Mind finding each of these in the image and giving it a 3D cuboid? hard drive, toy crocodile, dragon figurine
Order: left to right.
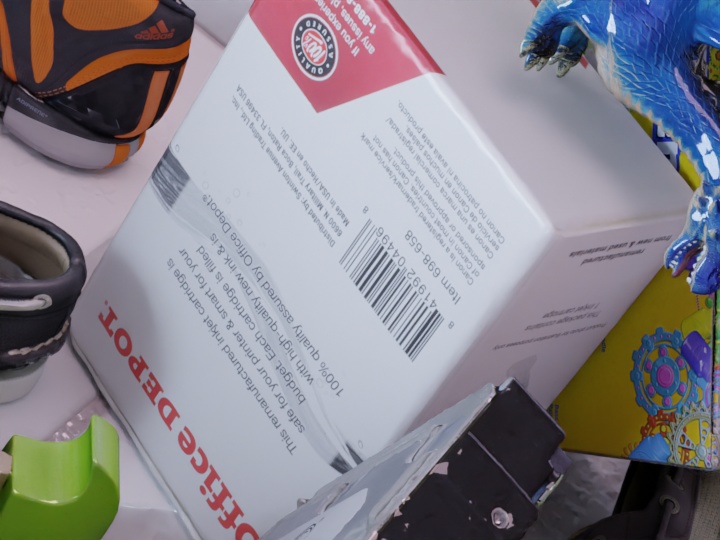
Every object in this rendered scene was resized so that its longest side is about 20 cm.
[{"bbox_3d":[-0.171,0.044,0.736,0.199,0.062,0.068,25,38,-11],"label":"toy crocodile"},{"bbox_3d":[-0.034,0.120,0.649,0.038,0.140,0.200,48,54,-4],"label":"hard drive"},{"bbox_3d":[0.110,-0.096,0.710,0.099,0.202,0.059,16,5,21],"label":"dragon figurine"}]

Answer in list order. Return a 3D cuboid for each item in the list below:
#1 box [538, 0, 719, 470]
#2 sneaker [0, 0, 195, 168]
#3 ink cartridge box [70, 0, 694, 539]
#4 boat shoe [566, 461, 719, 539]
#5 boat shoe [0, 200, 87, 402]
[{"bbox_3d":[0.100,-0.038,0.850,0.121,0.192,0.202,1,92,-39],"label":"box"},{"bbox_3d":[-0.151,-0.132,0.904,0.199,0.112,0.078,27,37,-8],"label":"sneaker"},{"bbox_3d":[0.000,0.000,0.800,0.083,0.200,0.145,-7,53,-46],"label":"ink cartridge box"},{"bbox_3d":[0.099,0.120,0.851,0.065,0.072,0.200,33,33,7],"label":"boat shoe"},{"bbox_3d":[-0.190,-0.014,0.787,0.199,0.060,0.074,21,39,-16],"label":"boat shoe"}]
